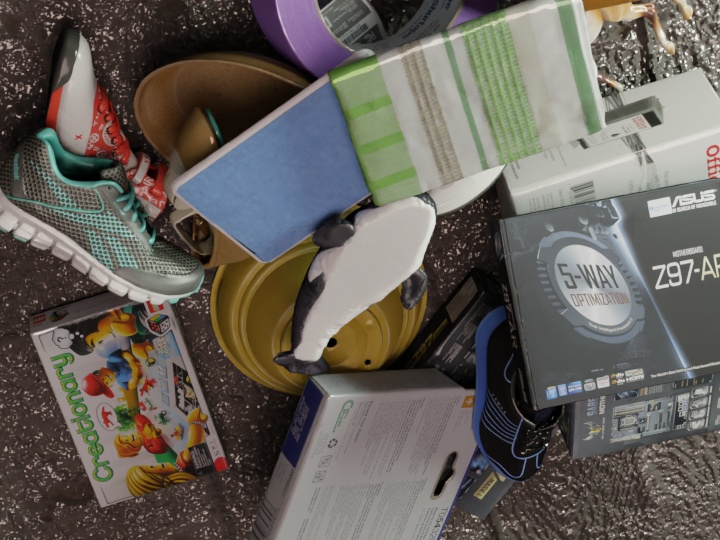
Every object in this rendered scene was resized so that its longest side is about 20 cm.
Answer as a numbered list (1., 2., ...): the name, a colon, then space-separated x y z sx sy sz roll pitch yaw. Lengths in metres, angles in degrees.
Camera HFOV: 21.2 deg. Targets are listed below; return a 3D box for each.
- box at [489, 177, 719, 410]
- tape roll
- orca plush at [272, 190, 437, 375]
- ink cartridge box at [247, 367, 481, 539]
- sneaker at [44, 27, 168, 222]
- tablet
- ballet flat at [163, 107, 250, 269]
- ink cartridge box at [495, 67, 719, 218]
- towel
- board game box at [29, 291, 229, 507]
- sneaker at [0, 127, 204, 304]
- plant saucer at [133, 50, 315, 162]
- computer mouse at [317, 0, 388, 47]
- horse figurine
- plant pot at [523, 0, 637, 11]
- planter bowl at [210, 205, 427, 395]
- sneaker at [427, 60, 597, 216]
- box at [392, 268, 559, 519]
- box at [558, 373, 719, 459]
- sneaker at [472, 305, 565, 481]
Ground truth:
1. box: 0.219 0.018 1.598 0.199 0.044 0.161 -10 92 -8
2. tape roll: 0.012 -0.241 1.537 0.199 0.066 0.201 -7 110 -21
3. orca plush: 0.000 0.000 1.615 0.105 0.071 0.201 17 119 -9
4. ink cartridge box: 0.011 0.179 1.738 0.199 0.043 0.197 0 122 -38
5. sneaker: -0.210 -0.105 1.599 0.107 0.067 0.202 6 122 -9
6. tablet: -0.039 -0.088 1.531 0.200 0.014 0.130 -34 135 18
7. ballet flat: -0.131 -0.059 1.599 0.063 0.069 0.200 -23 148 -6
8. ink cartridge box: 0.222 -0.073 1.670 0.199 0.083 0.147 -17 137 -1
9. towel: 0.085 -0.137 1.495 0.199 0.031 0.150 -18 134 2
10. board game box: -0.207 0.112 1.738 0.126 0.035 0.201 -17 120 0
11. sneaker: -0.206 -0.045 1.558 0.199 0.078 0.091 27 116 -21
12. plant saucer: -0.087 -0.122 1.586 0.199 0.036 0.201 13 150 8
13. computer mouse: 0.008 -0.161 1.622 0.109 0.044 0.200 -38 117 -8
14. horse figurine: 0.201 -0.204 1.632 0.132 0.050 0.200 32 114 -28
15. plant pot: 0.203 -0.291 1.517 0.182 0.201 0.201 -21 121 20
16. planter bowl: -0.031 0.046 1.707 0.199 0.084 0.201 -5 119 -8
17. sneaker: 0.090 -0.135 1.568 0.200 0.076 0.115 -40 143 9
18. box: 0.110 0.118 1.791 0.157 0.051 0.200 30 109 -23
19. box: 0.258 0.071 1.713 0.157 0.051 0.201 -11 132 -8
20. sneaker: 0.145 0.126 1.711 0.070 0.078 0.201 -26 133 -16
